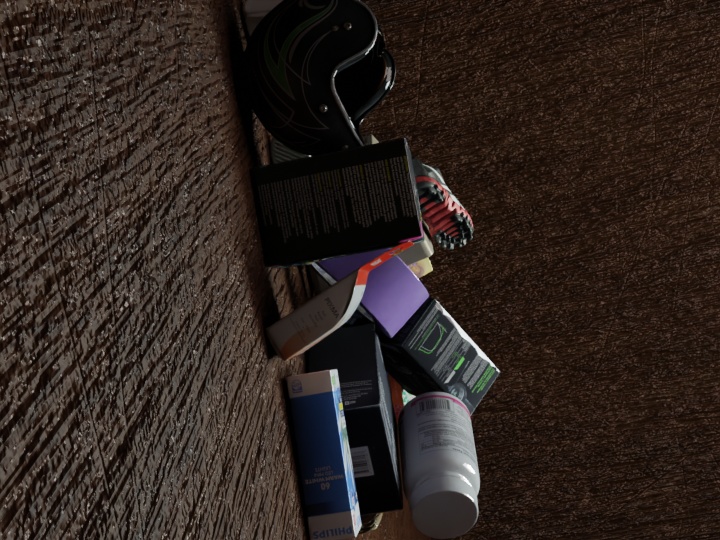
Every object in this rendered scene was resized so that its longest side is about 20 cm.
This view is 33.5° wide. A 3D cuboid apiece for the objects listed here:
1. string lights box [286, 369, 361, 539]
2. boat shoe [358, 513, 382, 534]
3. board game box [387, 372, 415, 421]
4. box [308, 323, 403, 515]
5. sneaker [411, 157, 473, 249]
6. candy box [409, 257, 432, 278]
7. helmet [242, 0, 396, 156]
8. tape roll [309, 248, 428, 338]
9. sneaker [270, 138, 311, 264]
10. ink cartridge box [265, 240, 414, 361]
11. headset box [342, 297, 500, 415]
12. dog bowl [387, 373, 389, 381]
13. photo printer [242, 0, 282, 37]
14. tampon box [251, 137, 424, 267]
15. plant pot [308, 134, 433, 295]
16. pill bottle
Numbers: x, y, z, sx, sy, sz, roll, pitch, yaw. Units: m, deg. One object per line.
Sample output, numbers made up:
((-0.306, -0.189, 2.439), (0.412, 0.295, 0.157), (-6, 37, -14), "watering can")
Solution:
((-0.045, 0.227, 1.480), (0.103, 0.058, 0.203), (43, 38, -85), "string lights box")
((0.008, 0.359, 1.800), (0.200, 0.075, 0.073), (-29, 111, -84), "boat shoe")
((0.072, 0.159, 2.001), (0.095, 0.030, 0.203), (-34, 116, -63), "board game box")
((-0.007, 0.215, 1.708), (0.183, 0.103, 0.202), (-91, 171, -56), "box")
((0.116, -0.108, 1.866), (0.200, 0.070, 0.099), (43, 22, -50), "sneaker")
((0.025, -0.003, 2.017), (0.057, 0.116, 0.200), (65, -19, -12), "candy box")
((-0.057, -0.248, 1.534), (0.192, 0.199, 0.200), (-56, 169, -5), "helmet")
((0.000, 0.000, 1.739), (0.200, 0.085, 0.200), (44, -5, 5), "tape roll")
((-0.077, -0.095, 1.687), (0.082, 0.073, 0.202), (57, 23, -66), "sneaker")
((-0.012, 0.036, 1.446), (0.050, 0.199, 0.162), (60, 4, 3), "ink cartridge box")
((0.097, 0.125, 1.864), (0.200, 0.093, 0.173), (47, -17, -31), "headset box")
((0.007, 0.161, 2.034), (0.050, 0.110, 0.203), (18, 62, -70), "dog bowl")
((-0.066, -0.298, 1.693), (0.070, 0.164, 0.201), (-85, 166, -48), "photo printer")
((-0.024, -0.083, 1.532), (0.150, 0.197, 0.128), (2, 78, -85), "tampon box")
((-0.009, -0.101, 1.928), (0.200, 0.198, 0.179), (-89, 158, -68), "plant pot")
((0.114, 0.282, 1.737), (0.201, 0.112, 0.114), (-92, 171, -55), "pill bottle")
